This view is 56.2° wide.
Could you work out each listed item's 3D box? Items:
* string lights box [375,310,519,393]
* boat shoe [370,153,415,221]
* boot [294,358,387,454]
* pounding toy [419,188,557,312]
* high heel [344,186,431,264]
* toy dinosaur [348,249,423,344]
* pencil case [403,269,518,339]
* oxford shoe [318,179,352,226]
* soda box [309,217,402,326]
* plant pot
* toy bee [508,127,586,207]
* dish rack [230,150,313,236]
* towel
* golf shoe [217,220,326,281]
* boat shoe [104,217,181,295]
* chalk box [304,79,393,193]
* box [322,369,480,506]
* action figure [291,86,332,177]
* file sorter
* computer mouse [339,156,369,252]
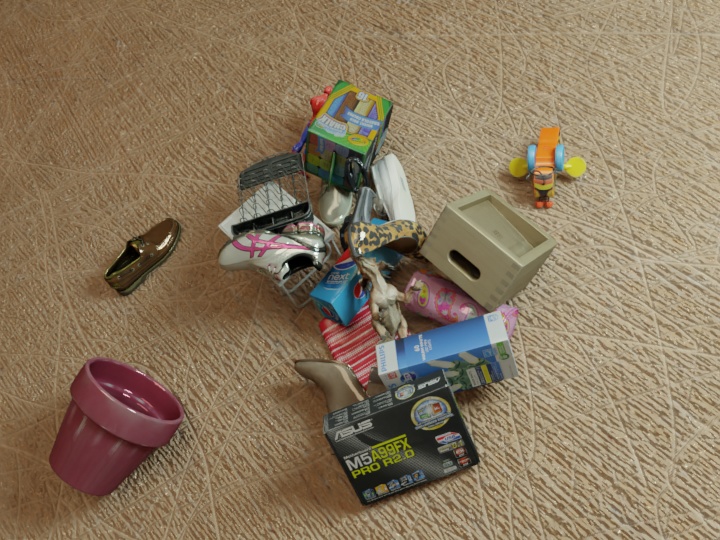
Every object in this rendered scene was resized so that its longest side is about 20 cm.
[{"bbox_3d":[0.133,0.138,1.035,0.198,0.103,0.059,-18,45,11],"label":"string lights box"},{"bbox_3d":[0.056,-0.143,1.323,0.068,0.072,0.202,-25,56,22],"label":"boat shoe"},{"bbox_3d":[-0.029,0.229,1.111,0.198,0.070,0.148,3,69,19],"label":"boot"},{"bbox_3d":[0.197,-0.040,1.144,0.200,0.143,0.183,41,35,19],"label":"pounding toy"},{"bbox_3d":[0.051,-0.032,1.147,0.071,0.200,0.144,-28,35,38],"label":"high heel"},{"bbox_3d":[0.040,0.063,1.150,0.085,0.202,0.135,-11,20,-21],"label":"toy dinosaur"},{"bbox_3d":[0.170,0.068,1.146,0.199,0.088,0.088,26,71,29],"label":"pencil case"},{"bbox_3d":[-0.053,-0.182,1.390,0.074,0.058,0.202,-3,61,16],"label":"oxford shoe"},{"bbox_3d":[0.000,0.000,1.235,0.064,0.068,0.200,18,60,42],"label":"soda box"},{"bbox_3d":[-0.439,0.280,1.182,0.199,0.200,0.180,35,92,33],"label":"plant pot"},{"bbox_3d":[0.331,-0.177,1.236,0.130,0.110,0.200,19,43,37],"label":"toy bee"},{"bbox_3d":[-0.166,-0.146,1.260,0.152,0.055,0.202,-16,56,7],"label":"dish rack"},{"bbox_3d":[0.019,0.134,1.196,0.144,0.023,0.201,-30,55,1],"label":"towel"},{"bbox_3d":[-0.157,-0.024,1.171,0.198,0.073,0.093,-12,58,10],"label":"golf shoe"},{"bbox_3d":[-0.463,-0.040,1.444,0.071,0.068,0.201,22,69,31],"label":"boat shoe"},{"bbox_3d":[-0.034,-0.247,1.322,0.123,0.125,0.201,24,57,5],"label":"chalk box"},{"bbox_3d":[0.063,0.256,1.023,0.198,0.161,0.044,-21,26,5],"label":"box"},{"bbox_3d":[-0.092,-0.300,1.478,0.065,0.099,0.202,21,91,26],"label":"action figure"},{"bbox_3d":[-0.145,-0.047,1.299,0.139,0.125,0.200,-43,56,-10],"label":"file sorter"},{"bbox_3d":[-0.009,-0.115,1.274,0.058,0.202,0.034,3,22,6],"label":"computer mouse"}]
